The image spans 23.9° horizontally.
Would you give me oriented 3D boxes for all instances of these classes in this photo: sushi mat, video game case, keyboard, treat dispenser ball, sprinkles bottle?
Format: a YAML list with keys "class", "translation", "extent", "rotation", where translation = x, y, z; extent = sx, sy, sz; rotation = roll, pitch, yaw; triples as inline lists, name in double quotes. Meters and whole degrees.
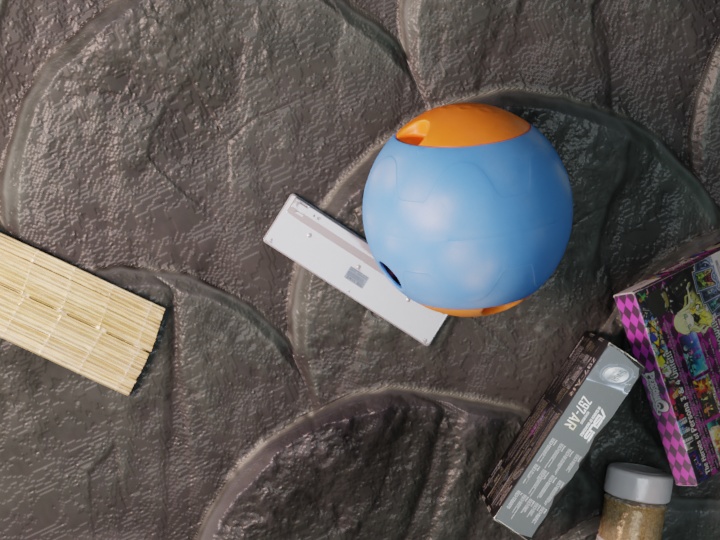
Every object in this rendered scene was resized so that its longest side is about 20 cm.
- class: "sushi mat"
  translation: [-0.298, 0.041, 1.679]
  extent: [0.199, 0.012, 0.096]
  rotation: [25, 91, -7]
- class: "video game case"
  translation: [0.351, 0.085, 1.684]
  extent: [0.180, 0.036, 0.202]
  rotation: [-24, 98, -33]
- class: "keyboard"
  translation: [0.000, 0.000, 1.704]
  extent: [0.199, 0.011, 0.057]
  rotation: [33, 96, -6]
- class: "treat dispenser ball"
  translation: [0.101, -0.057, 1.610]
  extent: [0.199, 0.201, 0.203]
  rotation: [0, 95, -5]
- class: "sprinkles bottle"
  translation: [0.266, 0.298, 1.719]
  extent: [0.068, 0.068, 0.202]
  rotation: [9, 94, -5]

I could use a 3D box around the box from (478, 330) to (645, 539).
- class: "box"
  translation: [0.192, 0.157, 1.654]
  extent: [0.043, 0.160, 0.201]
  rotation: [33, 90, -2]
